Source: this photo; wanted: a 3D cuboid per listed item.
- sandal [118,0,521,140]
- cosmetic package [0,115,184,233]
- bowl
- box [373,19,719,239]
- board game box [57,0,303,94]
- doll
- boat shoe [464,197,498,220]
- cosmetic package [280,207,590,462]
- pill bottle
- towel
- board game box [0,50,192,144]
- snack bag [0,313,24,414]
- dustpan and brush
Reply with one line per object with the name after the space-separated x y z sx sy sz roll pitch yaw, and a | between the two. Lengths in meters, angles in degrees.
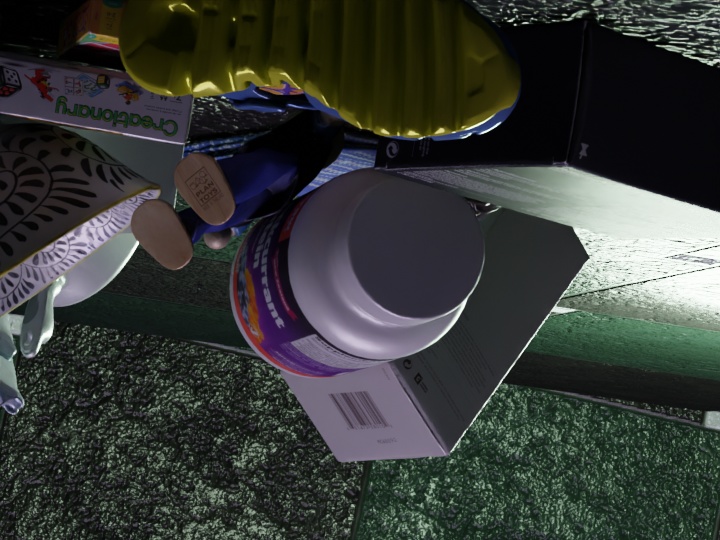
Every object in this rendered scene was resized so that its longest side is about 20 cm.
-0.012 -0.105 1.267 0.199 0.080 0.087 13 180 23 | sandal
-0.216 -0.072 1.709 0.199 0.091 0.107 -3 167 43 | cosmetic package
-0.220 -0.028 1.485 0.200 0.094 0.201 -35 179 0 | bowl
0.129 -0.069 1.378 0.199 0.079 0.141 14 174 -42 | box
-0.059 -0.115 1.426 0.199 0.030 0.095 7 175 -16 | board game box
-0.055 -0.059 1.540 0.136 0.048 0.200 -44 175 26 | doll
0.063 -0.062 1.560 0.071 0.066 0.201 7 174 1 | boat shoe
0.051 0.027 1.729 0.107 0.200 0.085 -7 124 46 | cosmetic package
0.000 0.000 1.541 0.111 0.112 0.200 9 170 -17 | pill bottle
-0.027 -0.069 1.788 0.144 0.024 0.200 10 173 -33 | towel
-0.157 -0.098 1.481 0.126 0.035 0.200 10 -177 -3 | board game box
-0.285 0.001 1.648 0.188 0.021 0.200 43 -177 -15 | snack bag
-0.201 -0.006 1.767 0.139 0.201 0.057 -25 132 23 | dustpan and brush
